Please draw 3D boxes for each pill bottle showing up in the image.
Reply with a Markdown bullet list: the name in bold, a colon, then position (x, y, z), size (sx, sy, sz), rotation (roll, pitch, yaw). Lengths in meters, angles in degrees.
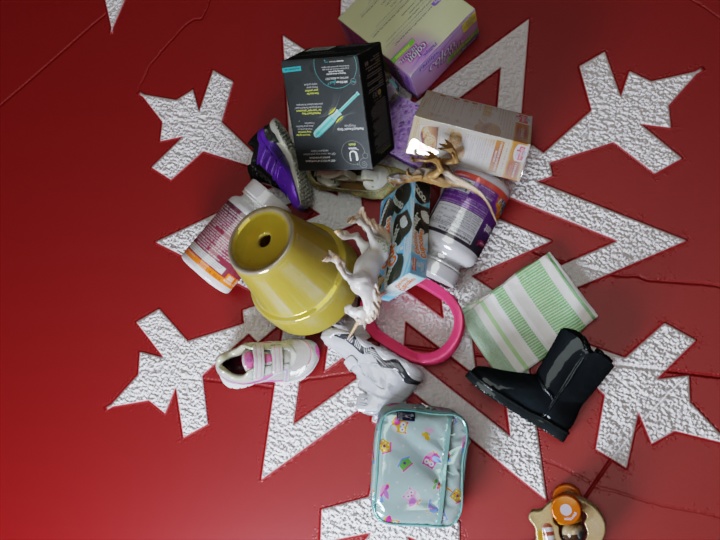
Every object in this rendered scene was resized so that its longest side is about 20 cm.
- **pill bottle**: position (0.172, -0.075, 1.379), size (0.111, 0.111, 0.200), rotation (26, 84, 18)
- **pill bottle**: position (-0.229, -0.066, 1.471), size (0.114, 0.114, 0.200), rotation (40, 88, 19)

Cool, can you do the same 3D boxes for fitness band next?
- **fitness band**: position (0.091, 0.081, 1.391), size (0.200, 0.037, 0.144), rotation (31, 88, 25)

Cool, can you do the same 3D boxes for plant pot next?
- **plant pot**: position (-0.125, -0.012, 1.368), size (0.201, 0.189, 0.201), rotation (-12, 60, 21)

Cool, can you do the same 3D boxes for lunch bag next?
- **lunch bag**: position (0.099, 0.317, 1.293), size (0.160, 0.077, 0.200), rotation (6, 87, -1)

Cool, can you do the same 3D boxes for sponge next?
- **sponge**: position (0.068, -0.276, 1.498), size (0.200, 0.030, 0.112), rotation (30, 85, 19)

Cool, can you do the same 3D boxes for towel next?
- **towel**: position (0.287, 0.079, 1.360), size (0.200, 0.023, 0.153), rotation (-35, 72, 3)

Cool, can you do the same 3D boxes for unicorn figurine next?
- **unicorn figurine**: position (0.000, 0.000, 1.318), size (0.200, 0.137, 0.074), rotation (-58, 27, -15)

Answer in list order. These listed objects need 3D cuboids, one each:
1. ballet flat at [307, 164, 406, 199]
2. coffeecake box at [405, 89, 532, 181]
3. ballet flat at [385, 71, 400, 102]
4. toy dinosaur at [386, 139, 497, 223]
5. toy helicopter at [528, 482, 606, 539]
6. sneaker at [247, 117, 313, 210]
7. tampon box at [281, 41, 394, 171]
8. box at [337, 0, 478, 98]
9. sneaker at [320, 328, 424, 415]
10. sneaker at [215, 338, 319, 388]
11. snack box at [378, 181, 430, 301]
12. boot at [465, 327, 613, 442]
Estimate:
- **ballet flat**: position (-0.007, -0.174, 1.471), size (0.200, 0.071, 0.071), rotation (6, 78, 14)
- **coffeecake box**: position (0.194, -0.239, 1.373), size (0.200, 0.154, 0.073), rotation (15, 121, 5)
- **ballet flat**: position (-0.024, -0.349, 1.489), size (0.200, 0.072, 0.072), rotation (1, 76, 25)
- **toy dinosaur**: position (0.144, -0.158, 1.317), size (0.200, 0.106, 0.060), rotation (16, 53, 21)
- **toy helicopter**: position (0.305, 0.445, 1.249), size (0.200, 0.079, 0.132), rotation (-42, 80, 12)
- **sneaker**: position (-0.163, -0.188, 1.516), size (0.099, 0.070, 0.200), rotation (-28, 67, 12)
- **tampon box**: position (-0.037, -0.293, 1.407), size (0.150, 0.126, 0.200), rotation (2, 116, 22)
- **box**: position (0.093, -0.468, 1.506), size (0.200, 0.097, 0.176), rotation (43, 88, 20)
- **sneaker**: position (0.002, 0.183, 1.373), size (0.200, 0.075, 0.115), rotation (25, 81, 15)
- **sneaker**: position (-0.172, 0.167, 1.411), size (0.200, 0.088, 0.081), rotation (-15, 73, 9)
- **snack box**: position (0.073, -0.057, 1.377), size (0.037, 0.116, 0.200), rotation (19, 59, -25)
- **boot**: position (0.297, 0.164, 1.300), size (0.200, 0.076, 0.168), rotation (31, 88, 6)
